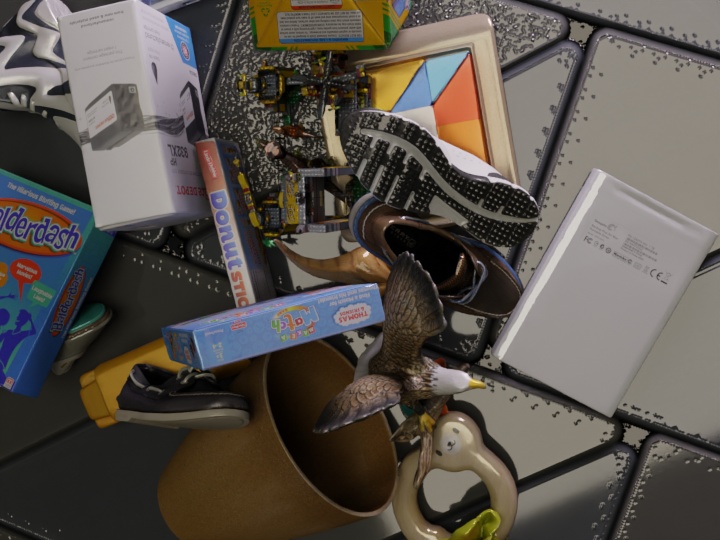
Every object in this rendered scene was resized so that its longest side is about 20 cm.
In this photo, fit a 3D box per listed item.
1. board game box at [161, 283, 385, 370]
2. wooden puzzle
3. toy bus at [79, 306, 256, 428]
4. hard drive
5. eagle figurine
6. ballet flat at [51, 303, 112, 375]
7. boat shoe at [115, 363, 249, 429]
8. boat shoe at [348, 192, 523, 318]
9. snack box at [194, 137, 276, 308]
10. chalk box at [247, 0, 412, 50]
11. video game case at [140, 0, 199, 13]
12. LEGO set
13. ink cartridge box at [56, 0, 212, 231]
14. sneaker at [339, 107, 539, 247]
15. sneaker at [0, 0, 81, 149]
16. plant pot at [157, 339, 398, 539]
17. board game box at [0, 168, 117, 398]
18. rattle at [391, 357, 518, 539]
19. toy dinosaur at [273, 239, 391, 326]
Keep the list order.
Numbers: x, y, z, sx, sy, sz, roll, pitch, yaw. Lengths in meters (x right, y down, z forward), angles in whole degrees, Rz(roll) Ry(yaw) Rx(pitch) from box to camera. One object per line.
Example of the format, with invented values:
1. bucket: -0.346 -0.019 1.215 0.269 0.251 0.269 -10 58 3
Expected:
1. board game box: -0.083 0.047 0.820 0.151 0.200 0.037 -14 91 -18
2. wooden puzzle: 0.052 -0.139 0.936 0.185 0.037 0.200 -9 91 12
3. toy bus: -0.198 0.102 0.977 0.200 0.078 0.065 -23 88 11
4. hard drive: 0.230 0.023 0.902 0.132 0.026 0.200 27 98 -5
5. eagle figurine: 0.036 0.086 0.841 0.151 0.200 0.152 -26 57 15
6. ballet flat: -0.345 0.087 1.023 0.200 0.067 0.064 -15 118 12
7. boat shoe: -0.163 0.109 0.856 0.200 0.073 0.063 -10 69 52
8. boat shoe: 0.078 0.000 0.881 0.200 0.072 0.072 26 100 -25
9. snack box: -0.120 -0.032 0.957 0.024 0.072 0.200 -14 90 13
10. chalk box: -0.021 -0.285 0.871 0.124 0.200 0.124 1 116 12
11. video game case: -0.170 -0.381 0.973 0.182 0.023 0.200 -16 91 11
12. LEGO set: -0.063 -0.112 0.896 0.154 0.116 0.200 13 104 29
13. ink cartridge box: -0.210 -0.144 0.932 0.084 0.145 0.200 -10 91 10
14. sneaker: 0.064 -0.085 0.859 0.200 0.080 0.074 28 105 -21
15. sneaker: -0.332 -0.172 0.988 0.129 0.079 0.199 -28 88 13
16. plant pot: -0.097 0.190 0.925 0.200 0.186 0.187 -34 86 24
17. board game box: -0.356 0.009 0.982 0.152 0.045 0.200 20 81 22
18. rattle: 0.073 0.198 0.904 0.130 0.143 0.200 -3 99 30
19. toy dinosaur: 0.000 0.000 0.926 0.200 0.060 0.106 -8 113 -24
